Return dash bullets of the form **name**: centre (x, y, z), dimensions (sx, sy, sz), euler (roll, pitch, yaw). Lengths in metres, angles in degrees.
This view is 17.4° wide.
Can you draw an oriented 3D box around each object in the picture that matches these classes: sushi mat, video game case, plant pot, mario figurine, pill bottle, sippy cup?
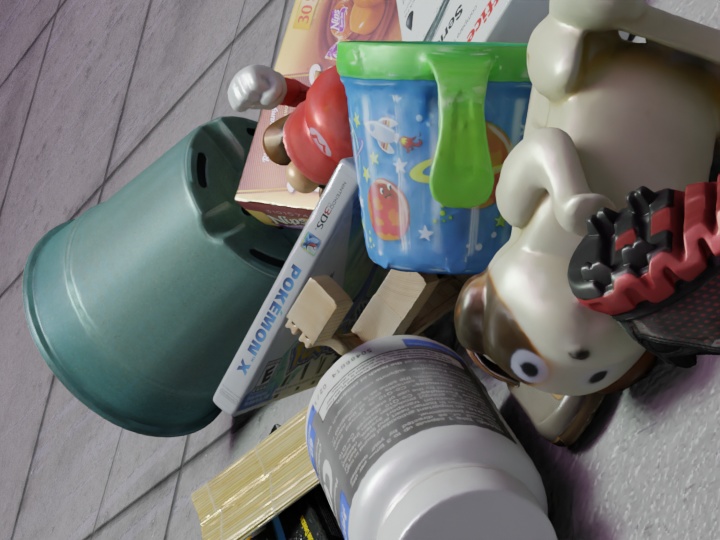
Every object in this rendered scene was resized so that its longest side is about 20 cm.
- **sushi mat**: centre (-0.029, 0.113, 1.541), dimensions (0.200, 0.012, 0.096), euler (-38, 22, 8)
- **video game case**: centre (0.000, 0.000, 1.515), dimensions (0.200, 0.022, 0.183), euler (-15, -42, -61)
- **plant pot**: centre (-0.126, -0.004, 1.816), dimensions (0.196, 0.200, 0.201), euler (-40, 33, 39)
- **mario figurine**: centre (-0.029, -0.074, 1.543), dimensions (0.200, 0.123, 0.107), euler (136, 138, -82)
- **pill bottle**: centre (0.040, 0.123, 1.318), dimensions (0.114, 0.113, 0.200), euler (-64, 19, 13)
- **sippy cup**: centre (0.052, -0.066, 1.358), dimensions (0.139, 0.177, 0.131), euler (6, 98, 34)

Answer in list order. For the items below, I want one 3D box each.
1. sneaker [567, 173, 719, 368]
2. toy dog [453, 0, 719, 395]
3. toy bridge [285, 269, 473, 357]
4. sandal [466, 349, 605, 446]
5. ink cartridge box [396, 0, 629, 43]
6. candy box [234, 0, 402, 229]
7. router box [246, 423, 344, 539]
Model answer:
- **sneaker**: centre (0.199, -0.013, 1.101), dimensions (0.200, 0.098, 0.071), euler (-27, 26, 29)
- **toy dog**: centre (0.119, -0.035, 1.237), dimensions (0.194, 0.139, 0.201), euler (5, 77, 67)
- **toy bridge**: centre (0.020, 0.022, 1.427), dimensions (0.200, 0.027, 0.067), euler (-15, -38, -55)
- **sandal**: centre (0.089, 0.039, 1.363), dimensions (0.082, 0.054, 0.200), euler (-62, 20, 17)
- **ink cartridge box**: centre (0.095, -0.172, 1.527), dimensions (0.147, 0.083, 0.201), euler (-58, 23, 30)
- **candy box**: centre (-0.006, -0.127, 1.710), dimensions (0.116, 0.056, 0.201), euler (9, 74, 30)
- **router box**: centre (-0.049, 0.212, 1.555), dimensions (0.150, 0.051, 0.200), euler (-64, 21, 14)
